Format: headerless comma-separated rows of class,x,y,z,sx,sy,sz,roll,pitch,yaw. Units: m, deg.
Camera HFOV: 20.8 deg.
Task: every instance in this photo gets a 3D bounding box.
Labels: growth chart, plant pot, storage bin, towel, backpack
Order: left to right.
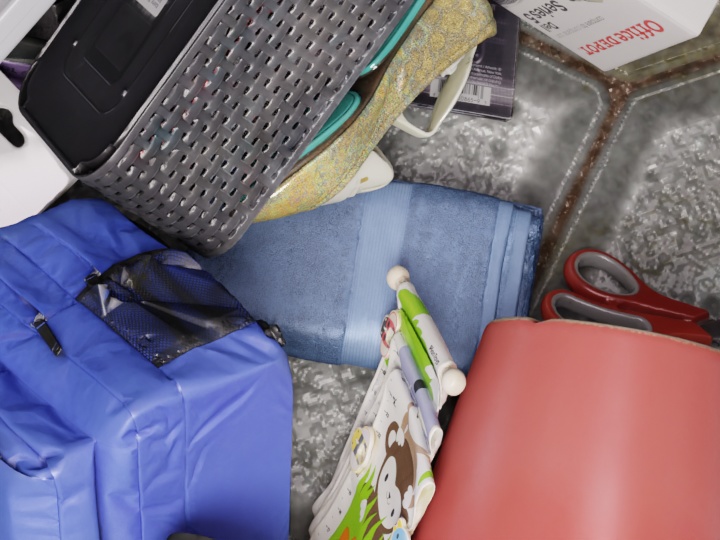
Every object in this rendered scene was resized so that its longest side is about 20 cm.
backpack,-0.145,0.060,1.011,0.167,0.163,0.200,-17,41,-32
storage bin,-0.075,-0.126,1.030,0.094,0.135,0.200,32,97,-36
towel,0.000,0.000,1.114,0.199,0.049,0.112,11,82,0
growth chart,0.007,0.113,1.035,0.018,0.145,0.201,15,106,-21
plant pot,0.120,0.125,1.020,0.199,0.200,0.178,11,81,1

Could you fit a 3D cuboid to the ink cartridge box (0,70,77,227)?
ink cartridge box,-0.255,-0.022,1.105,0.200,0.067,0.116,-44,84,-6

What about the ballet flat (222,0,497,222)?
ballet flat,0.007,-0.085,1.082,0.071,0.071,0.200,38,73,5

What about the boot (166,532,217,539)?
boot,-0.067,0.246,0.941,0.079,0.212,0.158,0,41,33

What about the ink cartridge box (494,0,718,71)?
ink cartridge box,0.098,-0.202,1.073,0.199,0.145,0.084,31,82,-10

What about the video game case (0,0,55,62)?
video game case,-0.275,-0.117,1.086,0.200,0.024,0.182,-49,44,-7

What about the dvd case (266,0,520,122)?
dvd case,0.026,-0.195,1.140,0.148,0.016,0.201,7,82,-16

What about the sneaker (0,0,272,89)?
sneaker,-0.122,-0.148,1.114,0.199,0.088,0.076,-18,82,-3

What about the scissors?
scissors,0.199,0.039,1.111,0.199,0.014,0.073,19,43,0
